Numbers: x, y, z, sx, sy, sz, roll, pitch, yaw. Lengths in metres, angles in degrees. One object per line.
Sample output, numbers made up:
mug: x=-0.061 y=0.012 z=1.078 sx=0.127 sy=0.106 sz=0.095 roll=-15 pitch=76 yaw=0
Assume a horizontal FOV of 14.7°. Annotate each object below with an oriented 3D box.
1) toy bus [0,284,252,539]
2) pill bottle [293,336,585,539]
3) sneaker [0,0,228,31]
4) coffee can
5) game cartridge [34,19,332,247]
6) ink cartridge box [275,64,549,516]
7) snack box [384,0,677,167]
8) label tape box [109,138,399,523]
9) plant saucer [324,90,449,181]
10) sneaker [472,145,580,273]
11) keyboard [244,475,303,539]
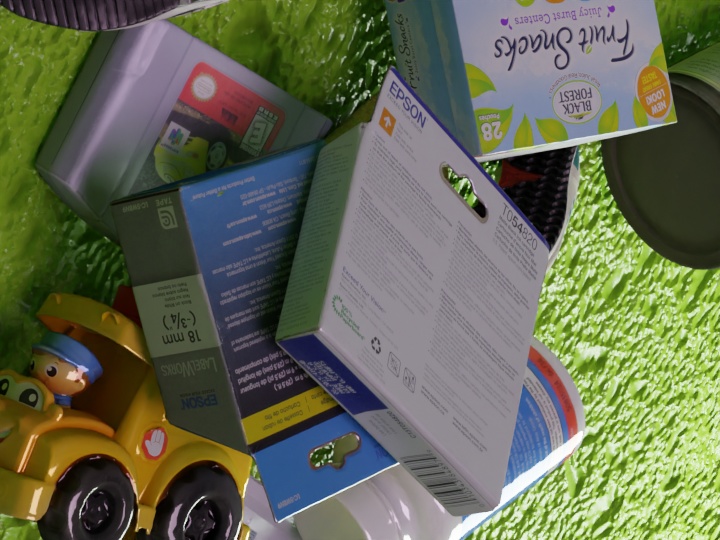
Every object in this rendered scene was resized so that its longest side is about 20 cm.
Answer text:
toy bus: x=-0.146 y=0.074 z=1.668 sx=0.200 sy=0.135 sz=0.193 roll=16 pitch=92 yaw=-48
pill bottle: x=0.052 y=0.131 z=1.929 sx=0.200 sy=0.112 sz=0.113 roll=-34 pitch=132 yaw=-32
sneaker: x=-0.125 y=-0.173 z=1.604 sx=0.199 sy=0.088 sz=0.074 roll=-7 pitch=91 yaw=-20
coffee can: x=0.295 y=-0.105 z=2.044 sx=0.200 sy=0.146 sz=0.147 roll=-27 pitch=129 yaw=-36
game cartridge: x=-0.107 y=-0.069 z=1.708 sx=0.200 sy=0.041 sz=0.133 roll=27 pitch=93 yaw=-51
ink cartridge box: x=0.036 y=0.013 z=1.689 sx=0.200 sy=0.040 sz=0.201 roll=46 pitch=45 yaw=-37
snack box: x=0.108 y=-0.161 z=1.820 sx=0.200 sy=0.068 sz=0.169 roll=-10 pitch=90 yaw=-43
label tape box: x=-0.057 y=0.037 z=1.647 sx=0.144 sy=0.063 sz=0.201 roll=-20 pitch=97 yaw=-51
plant saucer: x=0.000 y=0.000 z=1.820 sx=0.200 sy=0.048 sz=0.200 roll=-43 pitch=145 yaw=-32
sneaker: x=0.112 y=-0.023 z=1.905 sx=0.200 sy=0.070 sz=0.094 roll=-70 pitch=159 yaw=-44
keyboard: x=-0.076 y=0.172 z=1.893 sx=0.056 sy=0.011 sz=0.200 roll=-54 pitch=140 yaw=-4
